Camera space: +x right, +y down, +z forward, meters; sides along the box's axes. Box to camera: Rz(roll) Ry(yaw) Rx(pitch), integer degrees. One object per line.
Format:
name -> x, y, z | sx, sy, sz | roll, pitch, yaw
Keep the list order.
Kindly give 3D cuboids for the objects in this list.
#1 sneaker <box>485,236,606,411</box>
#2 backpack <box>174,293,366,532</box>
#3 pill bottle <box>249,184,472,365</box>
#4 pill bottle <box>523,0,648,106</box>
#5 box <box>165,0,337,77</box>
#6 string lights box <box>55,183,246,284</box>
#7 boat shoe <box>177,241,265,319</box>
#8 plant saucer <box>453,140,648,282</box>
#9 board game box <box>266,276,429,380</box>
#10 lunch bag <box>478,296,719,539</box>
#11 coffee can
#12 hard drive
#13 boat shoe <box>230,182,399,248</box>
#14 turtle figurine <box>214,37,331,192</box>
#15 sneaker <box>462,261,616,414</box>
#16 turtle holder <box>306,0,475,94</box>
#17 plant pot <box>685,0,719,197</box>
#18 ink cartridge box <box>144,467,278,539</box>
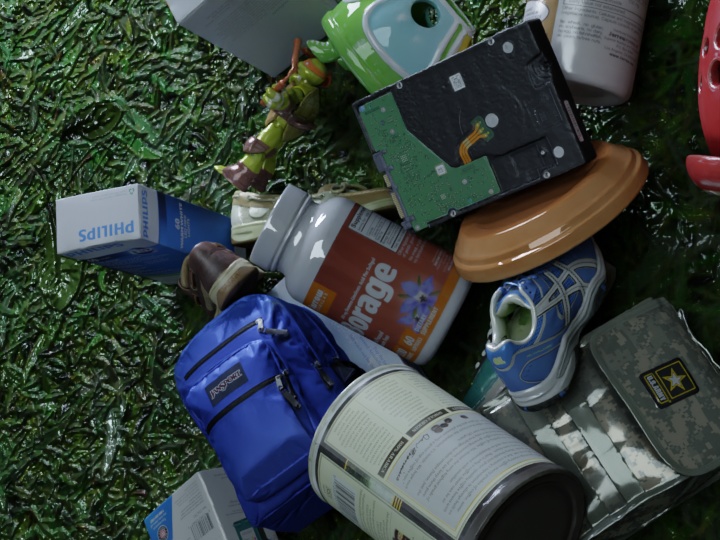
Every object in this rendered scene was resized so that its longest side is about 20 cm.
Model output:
sneaker -> 0.163, 0.025, 1.451 | 0.076, 0.077, 0.200 | -19, 39, 37
backpack -> -0.080, 0.121, 1.559 | 0.162, 0.168, 0.200 | -35, 64, 10
pill bottle -> 0.000, 0.000, 1.576 | 0.200, 0.112, 0.112 | 27, 94, 1
pill bottle -> 0.217, -0.265, 1.552 | 0.114, 0.114, 0.200 | 9, 84, 29
box -> -0.130, -0.312, 1.695 | 0.106, 0.200, 0.152 | -38, 66, 15
string lights box -> -0.212, -0.033, 1.686 | 0.103, 0.200, 0.059 | -9, 76, 26
boat shoe -> -0.145, 0.006, 1.647 | 0.072, 0.200, 0.072 | 40, 85, 3
plant saucer -> 0.168, -0.061, 1.503 | 0.200, 0.200, 0.037 | -27, 107, 21
board game box -> -0.051, 0.113, 1.662 | 0.199, 0.043, 0.200 | -43, 64, 16
lunch bag -> 0.239, 0.138, 1.465 | 0.200, 0.118, 0.164 | -36, 68, 12
coffee can -> 0.072, 0.188, 1.418 | 0.200, 0.146, 0.146 | 32, 96, 40
hard drive -> 0.103, -0.129, 1.508 | 0.200, 0.038, 0.140 | -23, 91, 31
boat shoe -> -0.048, -0.066, 1.681 | 0.200, 0.073, 0.063 | -11, 79, 34
turtle figurine -> -0.075, -0.155, 1.662 | 0.064, 0.200, 0.161 | 34, 102, -3
sneaker -> 0.153, 0.056, 1.554 | 0.080, 0.071, 0.200 | 39, 91, 29
turtle holder -> 0.050, -0.208, 1.615 | 0.132, 0.141, 0.186 | -40, 63, 12
plant pot -> 0.384, -0.141, 1.398 | 0.200, 0.200, 0.183 | 11, 93, 29
ink cartridge box -> -0.130, 0.309, 1.634 | 0.116, 0.067, 0.200 | -43, 63, 40
